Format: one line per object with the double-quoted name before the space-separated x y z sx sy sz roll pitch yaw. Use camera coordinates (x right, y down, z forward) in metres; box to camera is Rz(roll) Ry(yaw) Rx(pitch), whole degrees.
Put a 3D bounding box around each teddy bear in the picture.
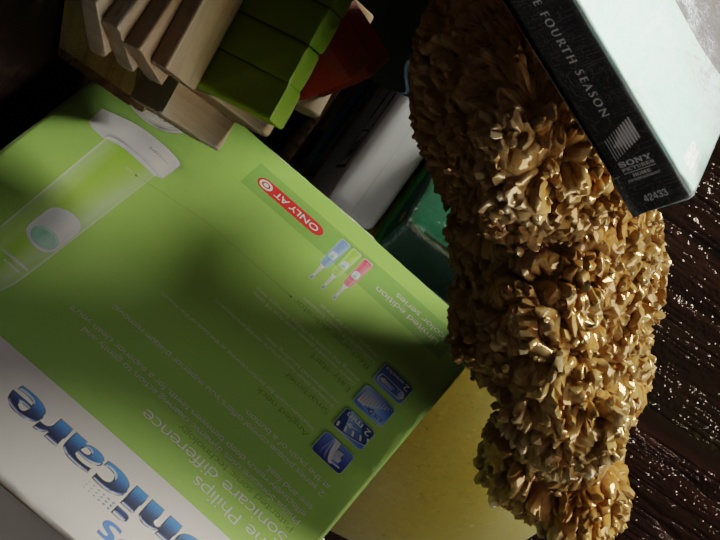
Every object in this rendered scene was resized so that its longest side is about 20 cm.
"teddy bear" 0.065 -0.004 0.812 0.145 0.067 0.200 -56 148 -53

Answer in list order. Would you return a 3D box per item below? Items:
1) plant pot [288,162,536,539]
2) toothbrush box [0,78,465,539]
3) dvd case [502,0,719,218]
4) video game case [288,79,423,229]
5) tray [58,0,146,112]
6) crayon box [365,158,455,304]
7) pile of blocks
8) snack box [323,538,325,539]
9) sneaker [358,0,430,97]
"plant pot" 0.044 0.004 1.198 0.200 0.200 0.142 -51 178 -36
"toothbrush box" -0.073 0.040 0.820 0.086 0.146 0.200 -50 178 33
"dvd case" 0.050 -0.134 0.710 0.022 0.200 0.146 -17 -152 35
"video game case" 0.040 -0.102 1.072 0.200 0.023 0.182 -55 -171 -4
"tray" -0.015 -0.147 0.842 0.200 0.037 0.099 -53 173 -26
"crayon box" 0.047 -0.047 1.062 0.126 0.052 0.200 -41 -166 53
"pile of blocks" -0.026 -0.089 0.720 0.082 0.062 0.200 -53 157 -25
"snack box" -0.042 0.113 0.936 0.072 0.024 0.200 -39 -170 -1
"sneaker" 0.043 -0.130 0.849 0.070 0.078 0.200 -49 171 -42
